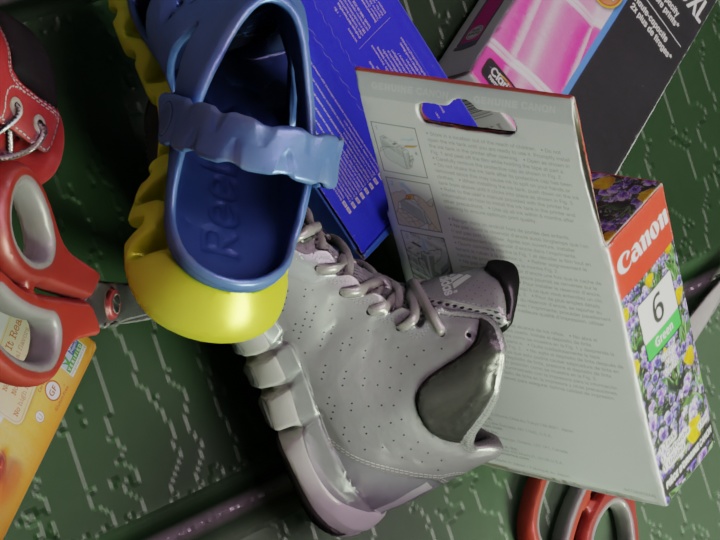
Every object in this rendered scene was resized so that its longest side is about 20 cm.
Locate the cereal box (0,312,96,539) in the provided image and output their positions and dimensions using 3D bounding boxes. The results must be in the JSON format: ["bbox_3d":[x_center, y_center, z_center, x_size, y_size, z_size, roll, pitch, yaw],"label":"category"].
[{"bbox_3d":[-0.198,0.027,0.943,0.200,0.039,0.144,41,55,-28],"label":"cereal box"}]

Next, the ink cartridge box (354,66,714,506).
[{"bbox_3d":[0.073,-0.003,1.102,0.050,0.109,0.200,-45,133,-38],"label":"ink cartridge box"}]

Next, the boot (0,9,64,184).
[{"bbox_3d":[-0.152,-0.052,0.931,0.144,0.072,0.200,41,22,-32],"label":"boot"}]

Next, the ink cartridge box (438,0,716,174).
[{"bbox_3d":[0.109,-0.121,1.252,0.095,0.037,0.200,49,52,-24],"label":"ink cartridge box"}]

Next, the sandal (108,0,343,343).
[{"bbox_3d":[-0.043,-0.076,0.991,0.079,0.087,0.200,7,55,-25],"label":"sandal"}]

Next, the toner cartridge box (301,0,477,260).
[{"bbox_3d":[-0.038,-0.107,1.111,0.095,0.043,0.200,-46,112,-36],"label":"toner cartridge box"}]

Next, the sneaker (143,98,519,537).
[{"bbox_3d":[0.000,0.000,1.068,0.075,0.115,0.200,-87,154,-67],"label":"sneaker"}]

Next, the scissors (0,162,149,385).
[{"bbox_3d":[-0.099,0.018,0.978,0.200,0.014,0.073,43,46,-68],"label":"scissors"}]

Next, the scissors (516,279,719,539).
[{"bbox_3d":[0.125,0.059,1.243,0.073,0.014,0.200,40,59,-27],"label":"scissors"}]
